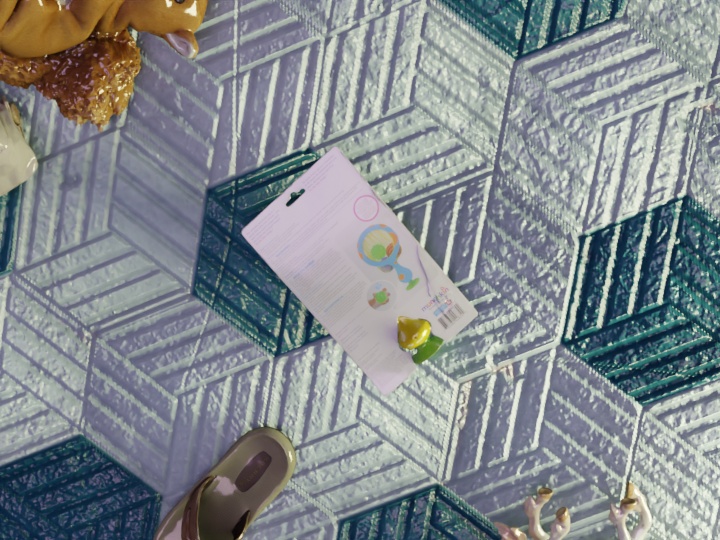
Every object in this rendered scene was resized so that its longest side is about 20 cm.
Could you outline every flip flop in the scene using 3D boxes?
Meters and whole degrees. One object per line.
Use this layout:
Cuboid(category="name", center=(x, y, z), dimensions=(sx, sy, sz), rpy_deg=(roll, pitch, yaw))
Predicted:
Cuboid(category="flip flop", center=(-0.132, 0.234, 1.195), dimensions=(0.081, 0.058, 0.201), rpy_deg=(39, 99, -2))

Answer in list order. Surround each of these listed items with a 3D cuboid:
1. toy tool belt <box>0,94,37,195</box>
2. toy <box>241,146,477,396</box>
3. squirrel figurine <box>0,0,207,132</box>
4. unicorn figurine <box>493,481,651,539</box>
Cuboid(category="toy tool belt", center=(-0.396, -0.104, 1.149), dimensions=(0.198, 0.125, 0.124), rpy_deg=(-27, 65, 4))
Cuboid(category="toy", center=(0.000, 0.000, 1.157), dimensions=(0.115, 0.047, 0.201), rpy_deg=(-40, 97, 5))
Cuboid(category="squirrel figurine", center=(-0.230, -0.225, 1.108), dimensions=(0.184, 0.143, 0.201), rpy_deg=(2, 140, -21))
Cuboid(category="unicorn figurine", center=(0.226, 0.269, 1.175), dimensions=(0.197, 0.074, 0.140), rpy_deg=(1, 108, 18))
